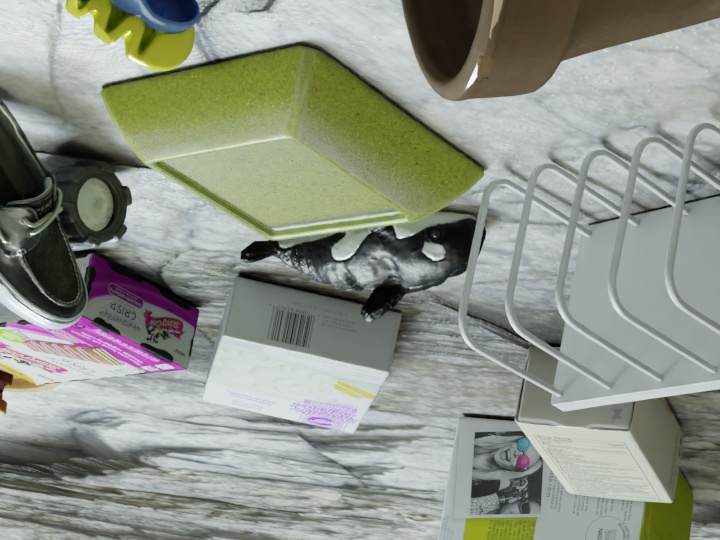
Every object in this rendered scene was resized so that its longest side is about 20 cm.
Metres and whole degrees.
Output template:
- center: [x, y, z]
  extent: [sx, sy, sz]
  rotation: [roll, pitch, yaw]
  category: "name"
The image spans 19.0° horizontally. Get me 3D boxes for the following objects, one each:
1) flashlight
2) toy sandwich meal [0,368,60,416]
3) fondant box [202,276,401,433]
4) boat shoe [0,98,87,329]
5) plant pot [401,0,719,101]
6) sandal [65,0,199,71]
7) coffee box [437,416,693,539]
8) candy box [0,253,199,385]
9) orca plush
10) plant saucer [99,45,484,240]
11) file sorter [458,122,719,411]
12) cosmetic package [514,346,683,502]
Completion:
- center: [-0.265, -0.046, 1.649]
  extent: [0.200, 0.068, 0.068]
  rotation: [-1, 137, 41]
  category: "flashlight"
- center: [-0.388, 0.102, 2.078]
  extent: [0.205, 0.070, 0.205]
  rotation: [10, 159, 4]
  category: "toy sandwich meal"
- center: [-0.054, 0.076, 1.861]
  extent: [0.144, 0.058, 0.200]
  rotation: [13, 160, -5]
  category: "fondant box"
- center: [-0.248, -0.045, 1.528]
  extent: [0.071, 0.072, 0.200]
  rotation: [-14, 116, 40]
  category: "boat shoe"
- center: [0.117, -0.177, 0.968]
  extent: [0.174, 0.201, 0.200]
  rotation: [-2, 162, -12]
  category: "plant pot"
- center: [-0.167, -0.196, 1.209]
  extent: [0.200, 0.080, 0.087]
  rotation: [25, 124, -21]
  category: "sandal"
- center: [0.195, 0.270, 2.034]
  extent: [0.197, 0.200, 0.200]
  rotation: [2, 158, 21]
  category: "coffee box"
- center: [-0.261, 0.046, 1.882]
  extent: [0.200, 0.061, 0.136]
  rotation: [-7, 153, 41]
  category: "candy box"
- center: [0.000, 0.000, 1.613]
  extent: [0.200, 0.071, 0.105]
  rotation: [2, 158, 22]
  category: "orca plush"
- center: [-0.051, -0.075, 1.478]
  extent: [0.200, 0.048, 0.200]
  rotation: [-7, 153, 39]
  category: "plant saucer"
- center: [0.178, -0.003, 1.425]
  extent: [0.124, 0.139, 0.200]
  rotation: [29, 153, -34]
  category: "file sorter"
- center: [0.210, 0.135, 1.857]
  extent: [0.105, 0.071, 0.200]
  rotation: [4, 158, 19]
  category: "cosmetic package"
